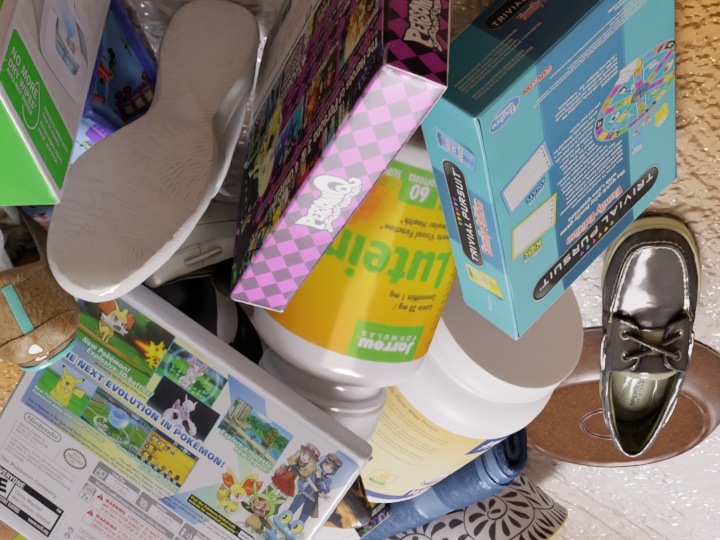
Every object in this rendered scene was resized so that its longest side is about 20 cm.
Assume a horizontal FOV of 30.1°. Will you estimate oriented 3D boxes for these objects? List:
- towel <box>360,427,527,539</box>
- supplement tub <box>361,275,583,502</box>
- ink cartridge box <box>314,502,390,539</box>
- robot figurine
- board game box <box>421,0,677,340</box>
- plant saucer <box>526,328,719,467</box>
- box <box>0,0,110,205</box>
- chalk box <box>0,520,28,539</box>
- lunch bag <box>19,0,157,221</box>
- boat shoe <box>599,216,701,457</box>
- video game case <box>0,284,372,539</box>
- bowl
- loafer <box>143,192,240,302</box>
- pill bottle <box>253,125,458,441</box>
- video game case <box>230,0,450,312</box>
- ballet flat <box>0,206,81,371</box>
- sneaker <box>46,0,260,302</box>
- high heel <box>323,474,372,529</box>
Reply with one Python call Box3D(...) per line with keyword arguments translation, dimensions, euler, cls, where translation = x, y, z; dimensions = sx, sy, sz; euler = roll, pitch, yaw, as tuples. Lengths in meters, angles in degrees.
Box3D(translation=(0.055, 0.149, 1.094), dimensions=(0.048, 0.112, 0.200), euler=(17, 145, -37), cls="towel")
Box3D(translation=(0.049, 0.067, 0.945), dimensions=(0.144, 0.145, 0.200), euler=(21, 143, -22), cls="supplement tub")
Box3D(translation=(-0.071, 0.138, 1.097), dimensions=(0.109, 0.050, 0.201), euler=(-31, 88, 41), cls="ink cartridge box")
Box3D(translation=(-0.141, 0.058, 0.964), dimensions=(0.124, 0.151, 0.200), euler=(-12, 146, 10), cls="robot figurine")
Box3D(translation=(0.108, -0.075, 0.732), dimensions=(0.047, 0.151, 0.200), euler=(36, 160, 31), cls="board game box")
Box3D(translation=(0.206, 0.113, 1.093), dimensions=(0.199, 0.035, 0.201), euler=(3, 145, 2), cls="plant saucer")
Box3D(translation=(-0.240, -0.128, 0.667), dimensions=(0.199, 0.177, 0.097), euler=(-2, 145, 9), cls="box")
Box3D(translation=(-0.203, 0.159, 0.928), dimensions=(0.124, 0.124, 0.200), euler=(42, 167, 4), cls="chalk box")
Box3D(translation=(-0.190, -0.082, 0.828), dimensions=(0.150, 0.095, 0.200), euler=(-6, 157, 13), cls="lunch bag")
Box3D(translation=(0.205, 0.053, 0.949), dimensions=(0.071, 0.066, 0.202), euler=(0, 133, 3), cls="boat shoe")
Box3D(translation=(-0.121, 0.119, 0.803), dimensions=(0.200, 0.022, 0.183), euler=(35, 111, 3), cls="video game case")
Box3D(translation=(0.074, 0.221, 1.184), dimensions=(0.200, 0.095, 0.201), euler=(-29, 178, -1), cls="bowl")
Box3D(translation=(-0.078, -0.013, 0.860), dimensions=(0.070, 0.070, 0.200), euler=(-25, 164, 33), cls="loafer")
Box3D(translation=(0.000, 0.000, 0.804), dimensions=(0.110, 0.111, 0.201), euler=(14, 110, -13), cls="pill bottle")
Box3D(translation=(-0.011, -0.104, 0.669), dimensions=(0.036, 0.182, 0.200), euler=(16, 144, -17), cls="video game case")
Box3D(translation=(-0.215, -0.009, 0.782), dimensions=(0.068, 0.200, 0.073), euler=(-30, 119, -9), cls="ballet flat")
Box3D(translation=(-0.104, -0.052, 0.741), dimensions=(0.075, 0.201, 0.089), euler=(20, 148, 9), cls="sneaker")
Box3D(translation=(-0.033, 0.164, 0.892), dimensions=(0.142, 0.071, 0.201), euler=(39, 156, 36), cls="high heel")
